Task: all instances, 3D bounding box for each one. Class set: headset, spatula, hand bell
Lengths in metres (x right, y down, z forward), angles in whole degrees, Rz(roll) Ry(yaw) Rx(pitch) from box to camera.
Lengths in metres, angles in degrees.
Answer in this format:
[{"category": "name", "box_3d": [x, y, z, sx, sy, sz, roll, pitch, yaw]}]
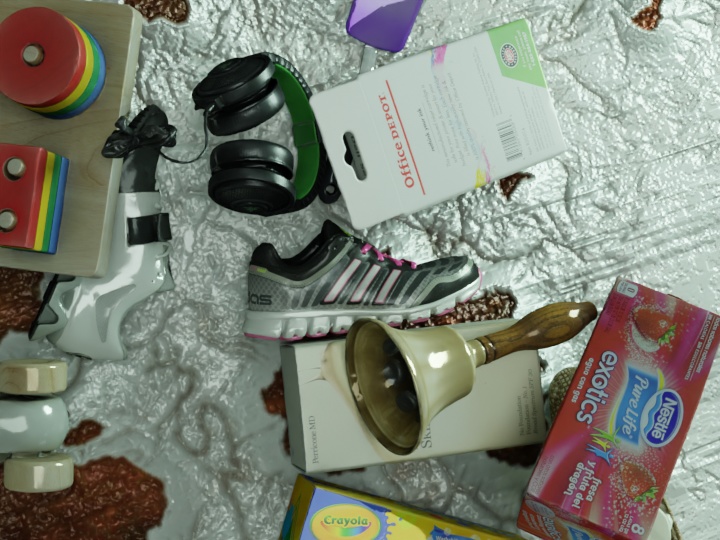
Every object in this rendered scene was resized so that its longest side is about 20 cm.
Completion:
[{"category": "headset", "box_3d": [-0.099, -0.099, 0.861, 0.094, 0.200, 0.124, -9, 92, 28]}, {"category": "spatula", "box_3d": [0.000, -0.151, 0.949, 0.056, 0.021, 0.201, 18, 85, -14]}, {"category": "hand bell", "box_3d": [0.099, 0.058, 0.875, 0.200, 0.104, 0.104, -18, 93, -27]}]

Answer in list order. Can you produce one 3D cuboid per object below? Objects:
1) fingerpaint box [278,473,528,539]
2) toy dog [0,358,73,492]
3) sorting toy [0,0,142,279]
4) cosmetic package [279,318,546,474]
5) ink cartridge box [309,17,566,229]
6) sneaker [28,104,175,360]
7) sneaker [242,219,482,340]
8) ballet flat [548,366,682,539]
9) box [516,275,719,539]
[{"category": "fingerpaint box", "box_3d": [0.025, 0.271, 0.918, 0.199, 0.073, 0.167, 19, 85, -13]}, {"category": "toy dog", "box_3d": [-0.295, 0.108, 0.851, 0.199, 0.096, 0.132, 20, 87, 3]}, {"category": "sorting toy", "box_3d": [-0.274, -0.106, 0.820, 0.199, 0.070, 0.199, 7, 87, 11]}, {"category": "cosmetic package", "box_3d": [0.041, 0.099, 0.927, 0.199, 0.073, 0.104, -7, 89, -14]}, {"category": "ink cartridge box", "box_3d": [0.054, -0.115, 0.923, 0.200, 0.067, 0.117, -22, 98, -20]}, {"category": "sneaker", "box_3d": [-0.176, -0.025, 0.882, 0.088, 0.074, 0.201, 22, 91, -17]}, {"category": "sneaker", "box_3d": [0.000, 0.000, 0.918, 0.199, 0.074, 0.088, -9, 97, -9]}, {"category": "ballet flat", "box_3d": [0.224, 0.173, 0.972, 0.070, 0.065, 0.200, -29, 95, -12]}, {"category": "box", "box_3d": [0.204, 0.120, 0.899, 0.095, 0.100, 0.200, 23, 65, 13]}]
